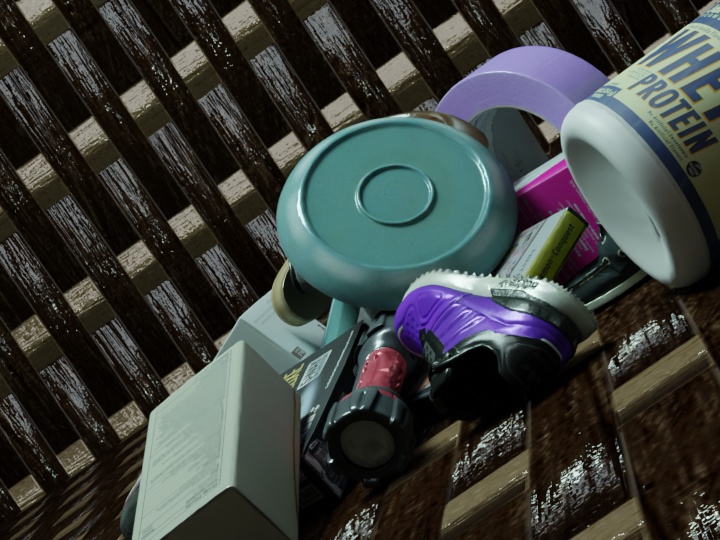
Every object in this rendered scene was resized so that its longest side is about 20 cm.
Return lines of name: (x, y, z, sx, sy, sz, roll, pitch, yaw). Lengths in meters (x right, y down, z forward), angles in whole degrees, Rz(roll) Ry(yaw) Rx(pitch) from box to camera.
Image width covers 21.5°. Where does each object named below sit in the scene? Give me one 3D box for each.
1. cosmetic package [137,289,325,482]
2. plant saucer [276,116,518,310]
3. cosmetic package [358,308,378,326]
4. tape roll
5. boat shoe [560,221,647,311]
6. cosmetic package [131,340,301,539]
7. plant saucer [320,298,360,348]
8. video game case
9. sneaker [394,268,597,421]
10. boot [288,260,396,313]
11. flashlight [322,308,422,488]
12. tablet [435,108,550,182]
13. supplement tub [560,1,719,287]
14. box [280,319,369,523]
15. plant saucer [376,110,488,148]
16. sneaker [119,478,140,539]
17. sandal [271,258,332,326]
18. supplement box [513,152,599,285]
cosmetic package: (-0.115, 0.128, 1.778, 0.201, 0.081, 0.113, -58, -5, 17)
plant saucer: (0.029, -0.055, 1.547, 0.200, 0.200, 0.028, -36, -31, -21)
cosmetic package: (0.054, 0.033, 1.752, 0.085, 0.108, 0.200, -37, 2, -14)
tape roll: (0.160, -0.098, 1.722, 0.200, 0.201, 0.066, -32, 3, 46)
boat shoe: (0.214, -0.036, 1.443, 0.199, 0.066, 0.075, -36, 5, 24)
cosmetic package: (-0.102, 0.149, 1.380, 0.103, 0.073, 0.200, -38, 23, 18)
plant saucer: (-0.022, 0.068, 1.705, 0.070, 0.019, 0.202, 158, 127, -77)
video game case: (0.084, 0.047, 1.521, 0.181, 0.025, 0.200, -56, 12, -27)
sneaker: (0.071, 0.058, 1.342, 0.100, 0.070, 0.200, -55, 24, -22)
boot: (0.000, 0.000, 1.615, 0.131, 0.070, 0.200, -15, 27, 17)
flashlight: (0.017, 0.087, 1.426, 0.067, 0.068, 0.200, -8, 22, 13)
tablet: (0.126, -0.075, 1.833, 0.130, 0.201, 0.014, -35, 23, 2)
supplement tub: (0.252, -0.100, 1.289, 0.199, 0.145, 0.145, -36, 3, -8)
box: (-0.062, 0.143, 1.524, 0.157, 0.050, 0.200, -33, 16, 29)
plant saucer: (0.014, -0.088, 1.657, 0.199, 0.032, 0.201, -20, 26, 10)
sneaker: (-0.149, 0.204, 1.677, 0.199, 0.076, 0.116, -33, 7, 21)
sandal: (-0.036, -0.017, 1.807, 0.069, 0.078, 0.212, -27, 18, 46)
supplement box: (0.184, -0.046, 1.612, 0.200, 0.104, 0.101, -30, 7, 48)
